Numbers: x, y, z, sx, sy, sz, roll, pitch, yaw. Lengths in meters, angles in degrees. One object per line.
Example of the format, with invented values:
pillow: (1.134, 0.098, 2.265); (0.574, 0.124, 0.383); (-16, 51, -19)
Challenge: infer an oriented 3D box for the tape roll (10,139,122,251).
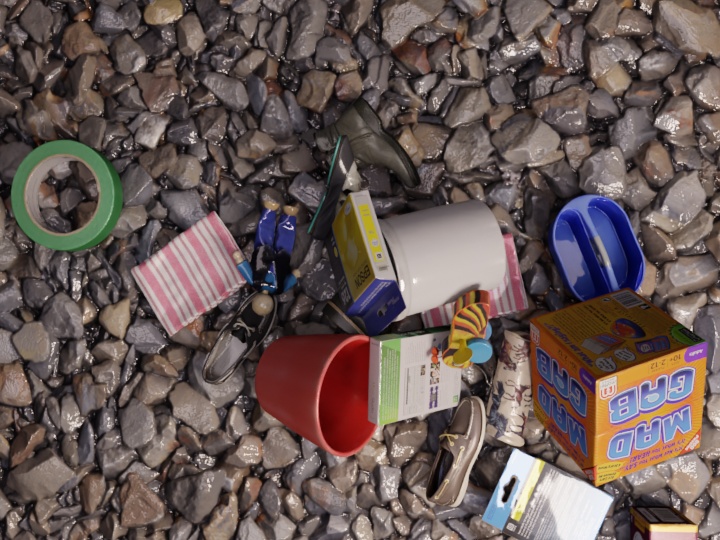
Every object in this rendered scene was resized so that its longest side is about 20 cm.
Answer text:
tape roll: (-0.548, -0.139, 1.419); (0.195, 0.048, 0.206); (0, 89, 3)

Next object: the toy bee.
toy bee: (0.169, 0.127, 1.272); (0.106, 0.131, 0.205); (-3, 106, 9)

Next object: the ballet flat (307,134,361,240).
ballet flat: (-0.037, -0.142, 1.368); (0.072, 0.073, 0.203); (22, 114, 3)

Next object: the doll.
doll: (-0.168, -0.020, 1.379); (0.134, 0.048, 0.205); (12, 81, -26)

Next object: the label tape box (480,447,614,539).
label tape box: (0.330, 0.420, 1.361); (0.197, 0.063, 0.147); (26, 90, 3)

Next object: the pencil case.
pencil case: (0.276, 0.211, 1.358); (0.077, 0.088, 0.205); (14, 93, 45)

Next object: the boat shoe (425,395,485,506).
boat shoe: (0.169, 0.322, 1.361); (0.058, 0.072, 0.204); (14, 94, -28)

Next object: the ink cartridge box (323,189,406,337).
ink cartridge box: (0.000, 0.000, 1.271); (0.046, 0.198, 0.204); (-9, 73, -20)

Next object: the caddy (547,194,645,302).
caddy: (0.417, -0.033, 1.345); (0.139, 0.105, 0.204); (-23, 88, 3)

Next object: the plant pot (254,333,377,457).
plant pot: (-0.075, 0.199, 1.307); (0.175, 0.199, 0.205); (8, 89, 38)

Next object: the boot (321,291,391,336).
boot: (0.046, 0.082, 1.378); (0.199, 0.077, 0.139); (38, 86, 2)

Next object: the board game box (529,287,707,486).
board game box: (0.413, 0.182, 1.241); (0.196, 0.200, 0.204); (-15, 117, -12)

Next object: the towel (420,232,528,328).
towel: (0.199, 0.023, 1.392); (0.195, 0.030, 0.150); (-13, 87, 2)

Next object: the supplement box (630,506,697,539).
supplement box: (0.529, 0.530, 1.327); (0.083, 0.110, 0.205); (0, 89, 3)

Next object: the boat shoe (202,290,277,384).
boat shoe: (-0.224, 0.122, 1.392); (0.073, 0.060, 0.201); (38, 90, 4)

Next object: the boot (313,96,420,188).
boot: (0.011, -0.205, 1.398); (0.130, 0.068, 0.201); (-39, 88, 13)

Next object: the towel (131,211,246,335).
towel: (-0.313, 0.005, 1.407); (0.198, 0.030, 0.148); (-34, 87, 1)

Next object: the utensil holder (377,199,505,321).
utensil holder: (0.123, -0.021, 1.283); (0.196, 0.170, 0.174); (-13, 88, -16)

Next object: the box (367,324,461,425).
box: (0.098, 0.178, 1.322); (0.197, 0.036, 0.148); (-5, 101, -39)
